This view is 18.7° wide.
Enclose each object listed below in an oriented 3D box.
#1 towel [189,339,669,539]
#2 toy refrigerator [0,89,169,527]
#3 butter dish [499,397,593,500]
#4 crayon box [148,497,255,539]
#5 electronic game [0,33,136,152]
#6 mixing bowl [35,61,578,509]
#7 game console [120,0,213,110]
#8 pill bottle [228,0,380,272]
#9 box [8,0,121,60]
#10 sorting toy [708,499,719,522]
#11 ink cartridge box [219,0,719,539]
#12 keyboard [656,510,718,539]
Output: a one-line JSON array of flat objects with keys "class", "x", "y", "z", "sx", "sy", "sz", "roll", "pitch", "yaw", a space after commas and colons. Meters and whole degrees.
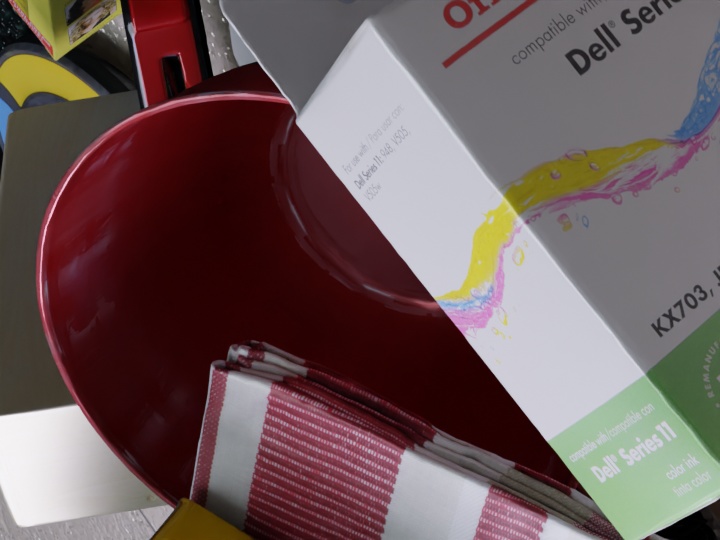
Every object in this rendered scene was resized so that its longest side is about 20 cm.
[{"class": "towel", "x": 0.032, "y": 0.114, "z": 0.738, "sx": 0.199, "sy": 0.023, "sz": 0.145, "roll": 24, "pitch": 133, "yaw": 13}, {"class": "toy refrigerator", "x": -0.112, "y": 0.012, "z": 0.927, "sx": 0.201, "sy": 0.075, "sz": 0.070, "roll": -96, "pitch": -4, "yaw": -49}, {"class": "butter dish", "x": 0.054, "y": 0.170, "z": 0.854, "sx": 0.200, "sy": 0.147, "sz": 0.200, "roll": 56, "pitch": 166, "yaw": 3}, {"class": "crayon box", "x": -0.027, "y": 0.197, "z": 0.785, "sx": 0.172, "sy": 0.058, "sz": 0.201, "roll": 30, "pitch": 136, "yaw": 7}, {"class": "electronic game", "x": -0.135, "y": -0.039, "z": 1.188, "sx": 0.200, "sy": 0.042, "sz": 0.201, "roll": 38, "pitch": 149, "yaw": 27}, {"class": "mixing bowl", "x": 0.000, "y": 0.000, "z": 0.757, "sx": 0.198, "sy": 0.109, "sz": 0.202, "roll": 13, "pitch": 129, "yaw": 17}, {"class": "game console", "x": -0.074, "y": -0.058, "z": 0.940, "sx": 0.177, "sy": 0.031, "sz": 0.202, "roll": -107, "pitch": 8, "yaw": -71}, {"class": "pill bottle", "x": 0.005, "y": -0.036, "z": 0.885, "sx": 0.116, "sy": 0.116, "sz": 0.201, "roll": 32, "pitch": 147, "yaw": 34}, {"class": "box", "x": -0.144, "y": -0.157, "z": 0.991, "sx": 0.075, "sy": 0.050, "sz": 0.200, "roll": 52, "pitch": 172, "yaw": 0}, {"class": "sorting toy", "x": 0.163, "y": 0.007, "z": 0.735, "sx": 0.201, "sy": 0.069, "sz": 0.199, "roll": 55, "pitch": 153, "yaw": -2}, {"class": "ink cartridge box", "x": 0.065, "y": -0.040, "z": 0.628, "sx": 0.200, "sy": 0.117, "sz": 0.067, "roll": 51, "pitch": 151, "yaw": 3}, {"class": "keyboard", "x": 0.128, "y": 0.126, "z": 0.884, "sx": 0.105, "sy": 0.039, "sz": 0.200, "roll": 58, "pitch": 176, "yaw": -11}]
